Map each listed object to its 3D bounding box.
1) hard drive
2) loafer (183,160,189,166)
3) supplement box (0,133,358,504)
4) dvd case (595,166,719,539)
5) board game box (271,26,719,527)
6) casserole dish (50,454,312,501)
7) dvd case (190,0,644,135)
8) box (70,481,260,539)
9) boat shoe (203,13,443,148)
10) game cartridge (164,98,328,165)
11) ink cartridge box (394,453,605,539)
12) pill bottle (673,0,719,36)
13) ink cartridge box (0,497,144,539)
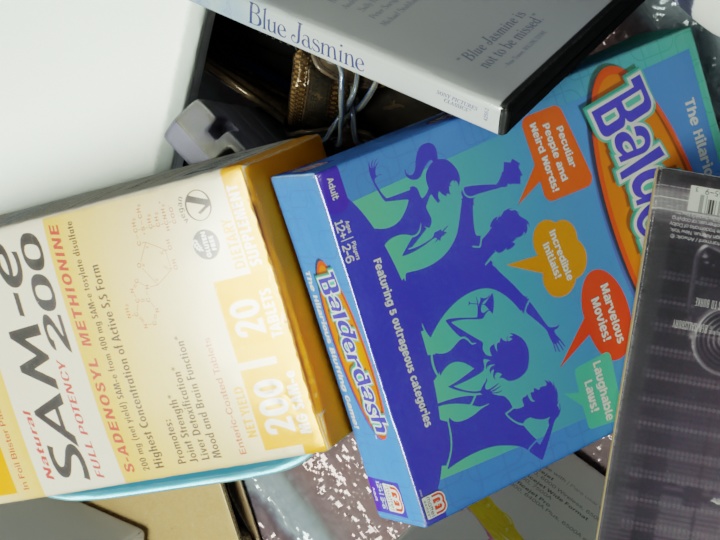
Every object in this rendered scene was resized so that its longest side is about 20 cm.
[{"bbox_3d":[-0.147,-0.072,0.891,0.131,0.026,0.202,16,105,10],"label":"hard drive"},{"bbox_3d":[-0.163,-0.046,0.941,0.198,0.063,0.073,-9,91,12],"label":"loafer"},{"bbox_3d":[-0.099,0.025,0.826,0.199,0.073,0.127,-13,99,30],"label":"supplement box"},{"bbox_3d":[0.180,0.068,0.774,0.147,0.016,0.202,10,86,4],"label":"dvd case"},{"bbox_3d":[0.076,-0.002,0.791,0.045,0.199,0.153,0,111,61],"label":"board game box"},{"bbox_3d":[-0.109,0.058,0.982,0.198,0.039,0.122,-9,120,10],"label":"casserole dish"},{"bbox_3d":[0.014,-0.135,0.815,0.199,0.143,0.018,25,136,23],"label":"dvd case"},{"bbox_3d":[-0.132,0.197,1.115,0.199,0.021,0.165,-10,102,36],"label":"box"},{"bbox_3d":[-0.008,-0.088,0.890,0.199,0.072,0.073,22,119,25],"label":"boat shoe"},{"bbox_3d":[0.000,0.000,0.887,0.038,0.130,0.200,-45,79,9],"label":"game cartridge"},{"bbox_3d":[0.063,0.198,0.875,0.144,0.200,0.148,37,124,13],"label":"ink cartridge box"},{"bbox_3d":[0.144,-0.164,0.735,0.200,0.111,0.111,44,126,12],"label":"pill bottle"},{"bbox_3d":[-0.212,0.234,1.116,0.144,0.084,0.202,18,117,27],"label":"ink cartridge box"}]
